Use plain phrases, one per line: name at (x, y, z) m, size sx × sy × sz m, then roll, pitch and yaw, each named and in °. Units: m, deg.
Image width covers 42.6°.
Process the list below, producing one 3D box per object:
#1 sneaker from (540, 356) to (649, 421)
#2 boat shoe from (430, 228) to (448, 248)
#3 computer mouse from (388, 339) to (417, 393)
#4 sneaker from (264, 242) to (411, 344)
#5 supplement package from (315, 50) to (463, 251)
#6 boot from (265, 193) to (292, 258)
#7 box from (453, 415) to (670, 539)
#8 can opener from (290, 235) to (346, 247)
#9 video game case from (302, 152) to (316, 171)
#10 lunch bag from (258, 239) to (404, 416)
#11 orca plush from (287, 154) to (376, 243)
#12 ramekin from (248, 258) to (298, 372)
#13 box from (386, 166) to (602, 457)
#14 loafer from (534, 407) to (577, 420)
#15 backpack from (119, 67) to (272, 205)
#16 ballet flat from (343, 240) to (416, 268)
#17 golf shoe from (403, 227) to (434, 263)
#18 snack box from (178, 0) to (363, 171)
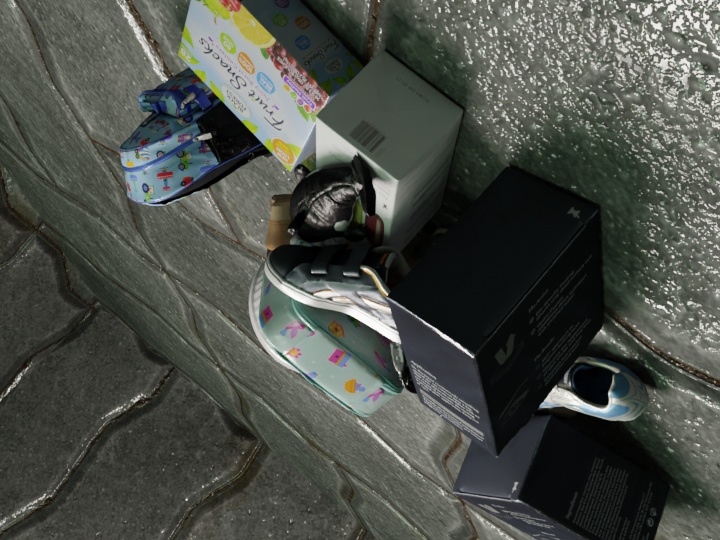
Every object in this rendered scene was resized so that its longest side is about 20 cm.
sneaker at (0.244, 0.128, 1.083) m, size 0.072 × 0.073 × 0.198 m, roll 39°, pitch 159°, yaw -31°
boat shoe at (0.149, 0.036, 1.107) m, size 0.200 × 0.063 × 0.073 m, roll 46°, pitch 159°, yaw -3°
computer mouse at (0.091, 0.042, 1.060) m, size 0.046 × 0.138 × 0.204 m, roll -143°, pitch 46°, yaw -63°
sneaker at (-0.007, 0.003, 0.994) m, size 0.197 × 0.079 × 0.080 m, roll 22°, pitch 128°, yaw 7°
supplement package at (0.026, -0.112, 0.998) m, size 0.113 × 0.110 × 0.201 m, roll 38°, pitch 159°, yaw 15°
boot at (-0.088, -0.018, 1.260) m, size 0.200 × 0.071 × 0.170 m, roll -52°, pitch -41°, yaw -76°
box at (0.258, 0.287, 1.211) m, size 0.198 × 0.119 × 0.196 m, roll 30°, pitch 162°, yaw -12°
can opener at (0.000, 0.000, 1.179) m, size 0.199 × 0.053 × 0.066 m, roll 40°, pitch 142°, yaw -23°
video game case at (-0.077, -0.197, 1.166) m, size 0.143 × 0.018 × 0.201 m, roll 42°, pitch 159°, yaw 10°
lunch bag at (-0.031, 0.061, 1.096) m, size 0.077 × 0.162 × 0.199 m, roll -36°, pitch 118°, yaw 25°
orca plush at (-0.041, -0.054, 0.973) m, size 0.106 × 0.071 × 0.199 m, roll 53°, pitch 159°, yaw -19°
ramekin at (-0.058, 0.043, 1.351) m, size 0.202 × 0.203 × 0.094 m, roll 45°, pitch 149°, yaw -2°
box at (0.145, 0.043, 0.940) m, size 0.117 × 0.197 × 0.202 m, roll 31°, pitch 156°, yaw 33°
loafer at (0.195, 0.133, 1.206) m, size 0.197 × 0.069 × 0.076 m, roll 24°, pitch 168°, yaw 8°
backpack at (-0.236, -0.178, 1.223) m, size 0.182 × 0.198 × 0.136 m, roll 25°, pitch 145°, yaw 60°
ballet flat at (0.061, 0.024, 1.102) m, size 0.199 × 0.069 × 0.063 m, roll 36°, pitch 179°, yaw -28°
golf shoe at (0.014, -0.063, 1.170) m, size 0.200 × 0.078 × 0.097 m, roll 47°, pitch 167°, yaw -5°
snack box at (-0.107, -0.236, 1.040) m, size 0.200 × 0.068 × 0.169 m, roll 47°, pitch 151°, yaw 3°
